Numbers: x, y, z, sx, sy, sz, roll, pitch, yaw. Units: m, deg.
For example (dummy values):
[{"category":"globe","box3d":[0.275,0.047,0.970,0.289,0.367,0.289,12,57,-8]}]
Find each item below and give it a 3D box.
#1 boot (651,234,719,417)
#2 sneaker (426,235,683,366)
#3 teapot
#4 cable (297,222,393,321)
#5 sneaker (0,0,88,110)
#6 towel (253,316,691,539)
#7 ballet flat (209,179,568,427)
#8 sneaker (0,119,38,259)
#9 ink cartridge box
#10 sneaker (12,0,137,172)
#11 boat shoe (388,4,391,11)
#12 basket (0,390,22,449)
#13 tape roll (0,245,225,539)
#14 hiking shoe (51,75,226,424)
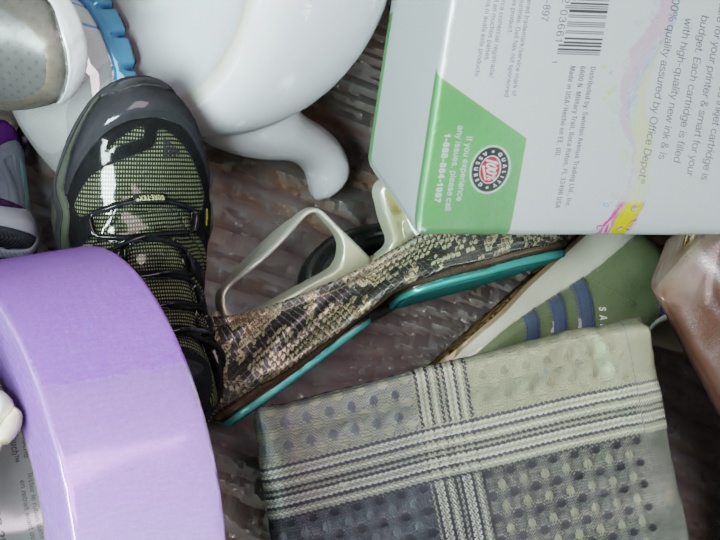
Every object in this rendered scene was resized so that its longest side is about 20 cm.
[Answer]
[{"category":"boot","box3d":[0.176,0.075,1.239,0.186,0.064,0.201,-48,125,-41]},{"category":"sneaker","box3d":[0.094,0.052,1.244,0.200,0.067,0.090,-40,89,-32]},{"category":"teapot","box3d":[-0.048,-0.162,1.183,0.146,0.200,0.198,-11,62,-43]},{"category":"cable","box3d":[0.052,-0.030,1.277,0.200,0.050,0.097,-45,106,-16]},{"category":"sneaker","box3d":[-0.215,-0.099,1.094,0.199,0.077,0.082,13,32,19]},{"category":"towel","box3d":[0.060,0.133,1.183,0.199,0.035,0.194,-12,93,-10]},{"category":"ballet flat","box3d":[0.000,0.000,1.196,0.199,0.068,0.076,-26,88,-12]},{"category":"sneaker","box3d":[-0.239,-0.052,1.129,0.199,0.074,0.088,17,49,-27]},{"category":"ink cartridge box","box3d":[0.116,-0.097,1.155,0.199,0.088,0.146,0,114,-17]},{"category":"sneaker","box3d":[-0.168,-0.129,1.148,0.086,0.075,0.201,-11,74,-46]},{"category":"boat shoe","box3d":[0.041,-0.139,1.209,0.056,0.069,0.201,0,101,-25]},{"category":"basket","box3d":[-0.260,0.095,0.990,0.161,0.200,0.199,36,63,-14]},{"category":"tape roll","box3d":[-0.126,0.093,1.052,0.065,0.200,0.201,-9,79,-27]},{"category":"hiking shoe","box3d":[-0.086,0.018,1.111,0.075,0.101,0.201,-7,110,-27]}]
